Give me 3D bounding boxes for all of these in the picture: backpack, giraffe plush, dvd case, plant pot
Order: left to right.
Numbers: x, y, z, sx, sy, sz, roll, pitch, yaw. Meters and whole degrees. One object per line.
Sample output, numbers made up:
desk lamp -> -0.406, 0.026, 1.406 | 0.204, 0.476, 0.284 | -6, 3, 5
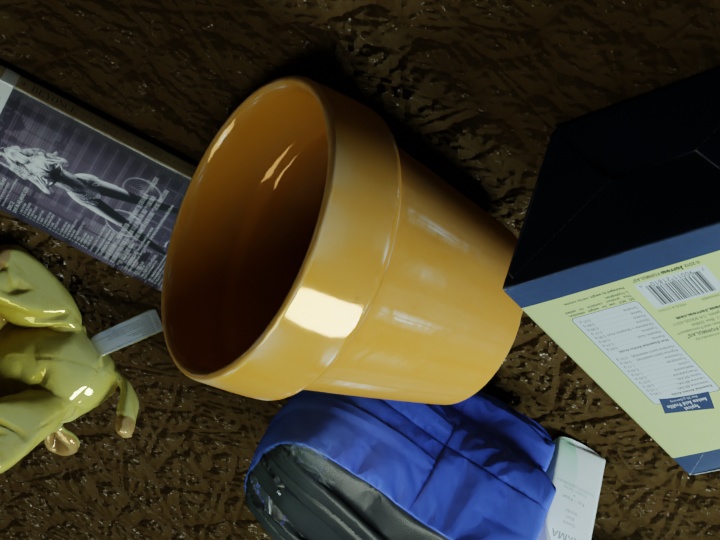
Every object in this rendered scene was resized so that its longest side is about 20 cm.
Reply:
giraffe plush -> -0.267, 0.082, 1.730 | 0.199, 0.174, 0.162 | -5, 165, -25
dvd case -> -0.191, -0.060, 1.591 | 0.199, 0.016, 0.149 | 27, 146, -10
plant pot -> 0.000, 0.000, 1.444 | 0.183, 0.201, 0.200 | 21, 148, -29
backpack -> 0.025, 0.151, 1.631 | 0.199, 0.168, 0.163 | 29, 142, -3

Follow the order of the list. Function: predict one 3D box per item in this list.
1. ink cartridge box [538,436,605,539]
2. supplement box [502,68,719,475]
ink cartridge box -> 0.114, 0.244, 1.681 | 0.050, 0.201, 0.161 | 26, 144, -12
supplement box -> 0.233, -0.001, 1.352 | 0.199, 0.135, 0.200 | -18, 130, 41
